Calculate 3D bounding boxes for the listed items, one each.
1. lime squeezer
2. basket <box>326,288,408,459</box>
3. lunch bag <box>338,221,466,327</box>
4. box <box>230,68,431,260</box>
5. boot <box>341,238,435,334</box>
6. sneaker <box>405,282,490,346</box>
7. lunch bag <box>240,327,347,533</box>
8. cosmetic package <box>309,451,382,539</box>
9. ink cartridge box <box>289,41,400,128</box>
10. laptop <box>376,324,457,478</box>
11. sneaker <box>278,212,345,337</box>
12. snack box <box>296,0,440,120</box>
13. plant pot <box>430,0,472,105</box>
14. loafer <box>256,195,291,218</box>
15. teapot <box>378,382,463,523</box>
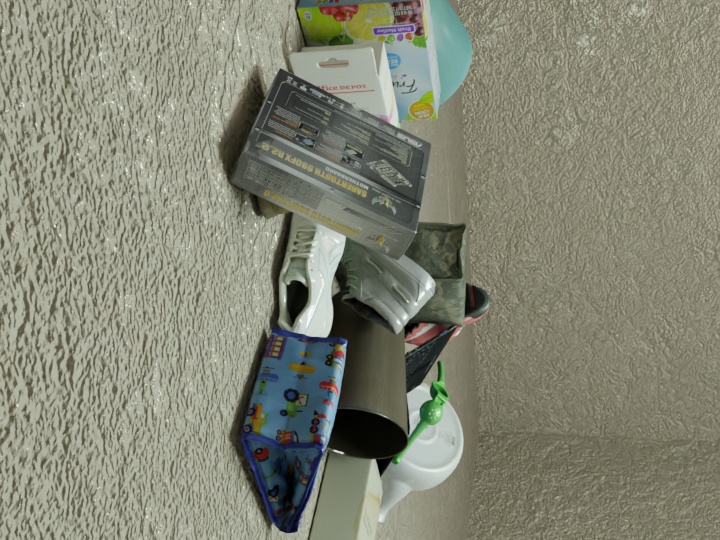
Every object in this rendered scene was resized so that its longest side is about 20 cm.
[{"bbox_3d":[0.109,0.205,1.240,0.201,0.037,0.071,-60,177,-39],"label":"lime squeezer"},{"bbox_3d":[0.003,0.137,1.147,0.181,0.133,0.203,60,28,-53],"label":"basket"},{"bbox_3d":[0.066,0.005,1.263,0.165,0.196,0.119,75,19,-60],"label":"lunch bag"},{"bbox_3d":[-0.025,-0.117,0.882,0.049,0.197,0.160,124,-15,-44],"label":"box"},{"bbox_3d":[0.000,0.000,1.112,0.096,0.199,0.074,-48,157,-16],"label":"boot"},{"bbox_3d":[0.146,0.079,1.380,0.086,0.198,0.075,31,50,-38],"label":"sneaker"},{"bbox_3d":[-0.075,0.194,0.943,0.152,0.092,0.202,-78,174,-45],"label":"lunch bag"},{"bbox_3d":[-0.023,0.372,1.155,0.202,0.072,0.105,-75,160,-44],"label":"cosmetic package"},{"bbox_3d":[-0.016,-0.230,1.074,0.201,0.115,0.068,74,20,-52],"label":"ink cartridge box"},{"bbox_3d":[0.084,0.207,1.263,0.198,0.104,0.178,-26,155,-36],"label":"laptop"},{"bbox_3d":[-0.062,-0.011,0.988,0.080,0.069,0.204,34,57,-71],"label":"sneaker"},{"bbox_3d":[0.018,-0.298,1.114,0.201,0.165,0.069,72,24,-52],"label":"snack box"},{"bbox_3d":[0.053,-0.360,1.234,0.161,0.197,0.204,44,47,-57],"label":"plant pot"},{"bbox_3d":[-0.067,-0.126,0.965,0.201,0.066,0.077,-73,160,-49],"label":"loafer"},{"bbox_3d":[0.074,0.298,1.418,0.199,0.198,0.147,59,-41,20],"label":"teapot"}]
